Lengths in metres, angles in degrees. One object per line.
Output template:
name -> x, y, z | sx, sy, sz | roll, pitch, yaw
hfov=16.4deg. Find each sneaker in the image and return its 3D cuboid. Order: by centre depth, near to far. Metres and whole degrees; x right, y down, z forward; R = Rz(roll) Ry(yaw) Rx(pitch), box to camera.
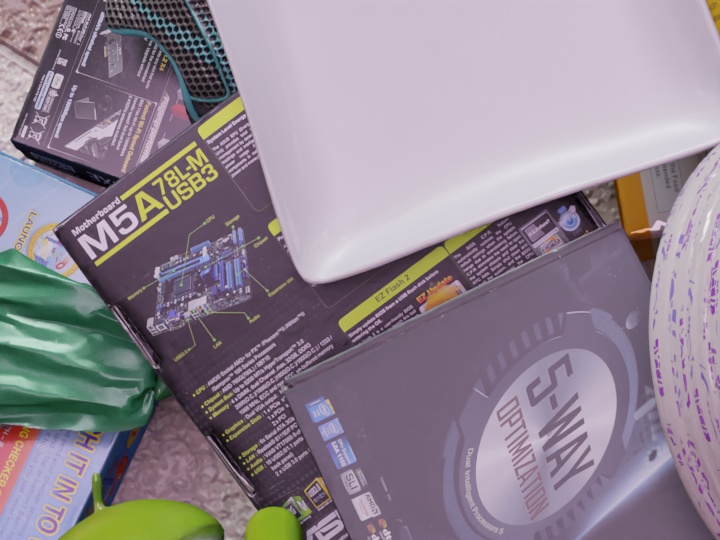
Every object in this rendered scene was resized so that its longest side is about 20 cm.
sneaker -> -0.038, -0.089, 1.169 | 0.200, 0.078, 0.091 | 46, 114, 1

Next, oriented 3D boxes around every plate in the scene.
plate -> 0.038, -0.118, 1.050 | 0.199, 0.032, 0.200 | -19, 89, 9

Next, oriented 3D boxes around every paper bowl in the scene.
paper bowl -> 0.215, 0.030, 0.981 | 0.104, 0.200, 0.202 | -10, 76, 48

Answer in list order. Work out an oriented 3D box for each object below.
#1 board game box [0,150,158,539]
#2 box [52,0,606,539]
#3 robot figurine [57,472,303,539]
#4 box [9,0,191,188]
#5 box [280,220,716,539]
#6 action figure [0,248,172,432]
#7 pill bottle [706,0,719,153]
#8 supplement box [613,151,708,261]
board game box -> -0.198, 0.041, 1.212 | 0.195, 0.056, 0.201 | 24, 84, 9
box -> 0.000, 0.000, 1.100 | 0.200, 0.048, 0.193 | -37, 89, 2
robot figurine -> -0.070, 0.183, 1.080 | 0.200, 0.116, 0.176 | 46, 118, 15
box -> -0.062, -0.126, 1.229 | 0.157, 0.050, 0.201 | 19, 83, 8
box -> 0.080, 0.104, 1.035 | 0.160, 0.044, 0.201 | -25, 77, 0
action figure -> -0.160, 0.034, 1.153 | 0.199, 0.055, 0.119 | 7, 79, 11
pill bottle -> 0.156, -0.153, 1.090 | 0.113, 0.113, 0.200 | -31, 88, 0
supplement box -> 0.213, -0.086, 1.182 | 0.199, 0.074, 0.127 | -10, 80, 6
